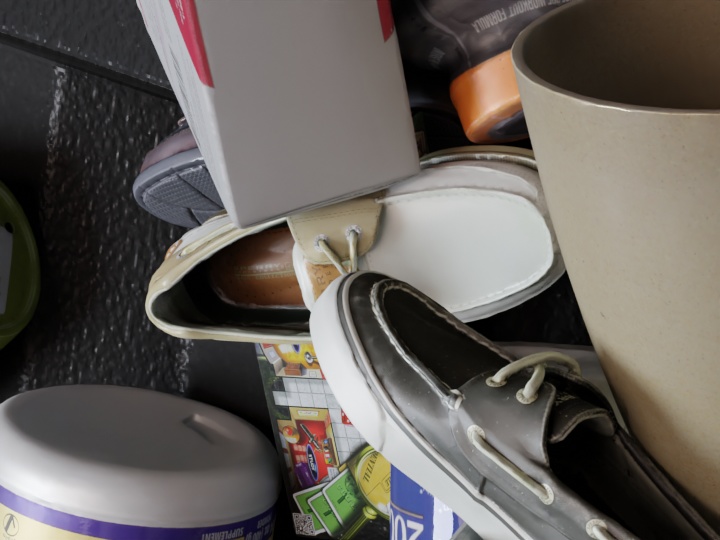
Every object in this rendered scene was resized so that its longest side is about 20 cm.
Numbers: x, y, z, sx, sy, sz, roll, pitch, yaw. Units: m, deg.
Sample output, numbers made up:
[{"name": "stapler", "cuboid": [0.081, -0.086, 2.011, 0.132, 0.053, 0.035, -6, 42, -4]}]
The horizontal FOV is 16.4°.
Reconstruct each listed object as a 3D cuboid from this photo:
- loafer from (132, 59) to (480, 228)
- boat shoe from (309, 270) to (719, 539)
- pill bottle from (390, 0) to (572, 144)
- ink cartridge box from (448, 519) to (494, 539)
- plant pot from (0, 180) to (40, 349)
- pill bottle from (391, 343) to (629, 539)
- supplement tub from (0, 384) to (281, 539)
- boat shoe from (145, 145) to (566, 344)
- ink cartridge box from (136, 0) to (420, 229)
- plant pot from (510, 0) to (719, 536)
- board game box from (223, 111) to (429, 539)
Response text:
[{"name": "loafer", "cuboid": [-0.020, -0.067, 1.143, 0.200, 0.072, 0.063, -14, 55, 40]}, {"name": "boat shoe", "cuboid": [0.065, 0.062, 0.905, 0.200, 0.071, 0.064, 45, 128, 17]}, {"name": "pill bottle", "cuboid": [0.045, -0.155, 1.033, 0.106, 0.106, 0.201, -29, 75, 41]}, {"name": "ink cartridge box", "cuboid": [0.030, 0.200, 0.948, 0.116, 0.067, 0.200, 38, 114, 5]}, {"name": "plant pot", "cuboid": [-0.274, 0.016, 1.325, 0.200, 0.187, 0.188, -16, 83, 28]}, {"name": "pill bottle", "cuboid": [0.067, 0.135, 1.029, 0.111, 0.111, 0.201, 6, 98, 43]}, {"name": "supplement tub", "cuboid": [-0.121, 0.169, 1.198, 0.145, 0.145, 0.201, 21, 109, 40]}, {"name": "boat shoe", "cuboid": [0.000, 0.000, 1.034, 0.200, 0.068, 0.075, -12, 105, 36]}, {"name": "ink cartridge box", "cuboid": [-0.049, -0.132, 1.040, 0.200, 0.085, 0.148, -116, 11, -56]}, {"name": "plant pot", "cuboid": [0.158, 0.007, 0.912, 0.187, 0.187, 0.201, 12, 118, 42]}, {"name": "board game box", "cuboid": [-0.002, 0.028, 1.106, 0.105, 0.023, 0.201, -1, 111, 32]}]
